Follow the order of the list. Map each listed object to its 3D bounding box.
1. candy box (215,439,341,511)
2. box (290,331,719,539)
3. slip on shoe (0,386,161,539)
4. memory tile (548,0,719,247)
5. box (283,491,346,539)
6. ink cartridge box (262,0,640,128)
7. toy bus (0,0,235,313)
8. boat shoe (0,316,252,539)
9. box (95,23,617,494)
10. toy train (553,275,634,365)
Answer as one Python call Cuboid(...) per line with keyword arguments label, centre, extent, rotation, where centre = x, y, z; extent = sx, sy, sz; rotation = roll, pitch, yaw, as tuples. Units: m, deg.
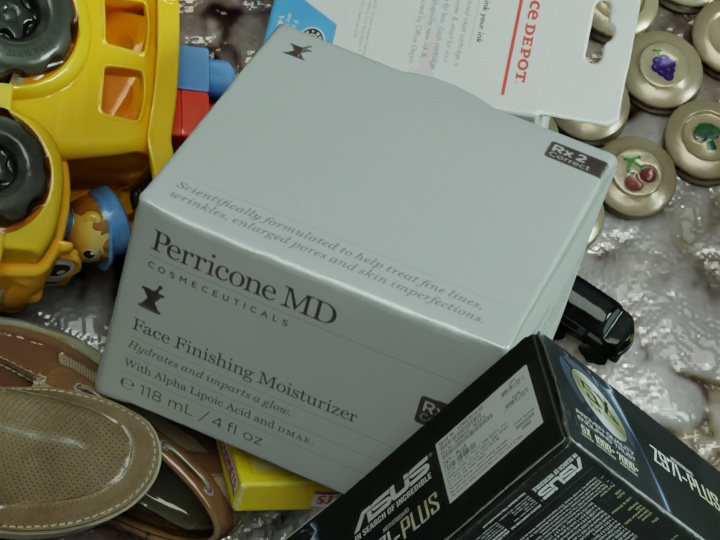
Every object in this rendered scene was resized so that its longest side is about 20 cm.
Cuboid(label="candy box", centre=(0.019, 0.079, 1.416), extent=(0.199, 0.026, 0.102), rotation=(0, 49, -21))
Cuboid(label="box", centre=(0.072, 0.153, 1.262), extent=(0.164, 0.200, 0.086), rotation=(37, 22, -27))
Cuboid(label="slip on shoe", centre=(-0.190, 0.083, 1.303), extent=(0.199, 0.061, 0.076), rotation=(8, 64, -18))
Cuboid(label="memory tile", centre=(0.152, -0.105, 1.549), extent=(0.200, 0.017, 0.154), rotation=(-25, 74, -16))
Cuboid(label="box", centre=(-0.078, 0.197, 1.348), extent=(0.200, 0.110, 0.035), rotation=(-37, 78, -20))
Cuboid(label="ink cartridge box", centre=(0.053, -0.130, 1.496), extent=(0.199, 0.068, 0.115), rotation=(10, 68, 9))
Cuboid(label="toy bus", centre=(-0.149, -0.067, 1.441), extent=(0.192, 0.136, 0.201), rotation=(10, 69, -22))
Cuboid(label="boat shoe", centre=(-0.147, 0.085, 1.388), extent=(0.200, 0.076, 0.072), rotation=(21, 23, 1))
Cuboid(label="box", centre=(0.000, 0.000, 1.372), extent=(0.199, 0.131, 0.200), rotation=(22, 36, 9))
Cuboid(label="toy train", centre=(0.065, -0.012, 1.484), extent=(0.200, 0.046, 0.034), rotation=(32, 68, 5))
